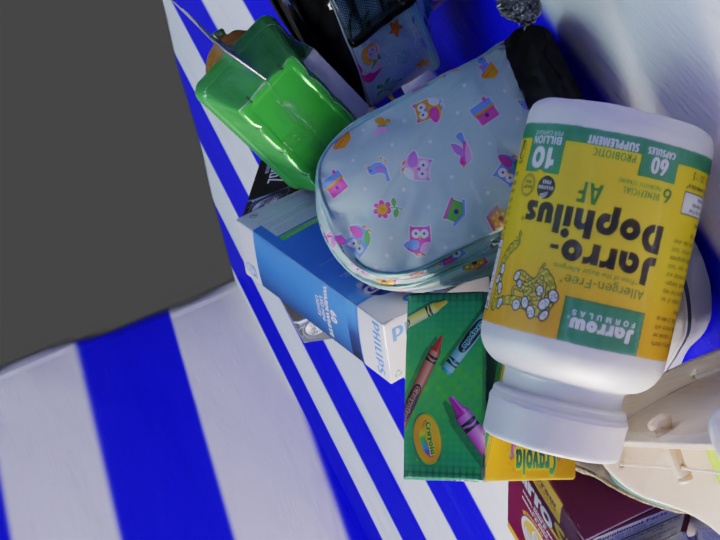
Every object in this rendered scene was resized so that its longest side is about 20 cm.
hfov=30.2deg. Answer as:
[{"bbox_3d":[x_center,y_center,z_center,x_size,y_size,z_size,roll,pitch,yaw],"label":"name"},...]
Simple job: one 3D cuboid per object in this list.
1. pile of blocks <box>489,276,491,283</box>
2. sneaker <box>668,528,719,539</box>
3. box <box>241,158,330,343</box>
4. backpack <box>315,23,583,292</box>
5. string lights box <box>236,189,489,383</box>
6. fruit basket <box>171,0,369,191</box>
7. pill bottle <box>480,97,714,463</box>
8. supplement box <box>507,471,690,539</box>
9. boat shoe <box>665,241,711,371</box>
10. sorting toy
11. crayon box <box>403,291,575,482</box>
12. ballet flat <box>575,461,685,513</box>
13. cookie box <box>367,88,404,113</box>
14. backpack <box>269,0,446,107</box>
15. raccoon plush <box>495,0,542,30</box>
[{"bbox_3d":[0.122,0.009,1.026,0.200,0.062,0.082,-7,105,57],"label":"pile of blocks"},{"bbox_3d":[0.209,0.276,1.039,0.115,0.199,0.081,61,-165,-48],"label":"sneaker"},{"bbox_3d":[-0.046,-0.057,1.297,0.200,0.043,0.160,-78,-29,-44],"label":"box"},{"bbox_3d":[0.066,-0.067,0.919,0.167,0.200,0.127,67,-168,15],"label":"backpack"},{"bbox_3d":[0.000,0.000,1.047,0.200,0.103,0.059,35,142,44],"label":"string lights box"},{"bbox_3d":[-0.072,-0.153,1.097,0.185,0.094,0.200,43,-173,-33],"label":"fruit basket"},{"bbox_3d":[0.134,0.007,0.793,0.113,0.113,0.200,-160,83,-75],"label":"pill bottle"},{"bbox_3d":[0.197,0.204,1.129,0.200,0.103,0.131,82,163,-51],"label":"supplement box"},{"bbox_3d":[0.180,0.038,0.925,0.202,0.086,0.075,89,155,-63],"label":"boat shoe"},{"bbox_3d":[0.250,0.140,0.802,0.180,0.107,0.200,60,168,0],"label":"sorting toy"},{"bbox_3d":[0.094,0.085,0.916,0.200,0.058,0.119,17,-107,-64],"label":"crayon box"},{"bbox_3d":[0.193,0.129,1.012,0.200,0.065,0.071,18,103,27],"label":"ballet flat"},{"bbox_3d":[0.036,-0.093,1.254,0.171,0.075,0.200,65,-175,11],"label":"cookie box"},{"bbox_3d":[-0.008,-0.241,1.079,0.178,0.150,0.200,52,169,47],"label":"backpack"},{"bbox_3d":[0.040,-0.203,0.861,0.097,0.200,0.134,55,-158,-45],"label":"raccoon plush"}]
